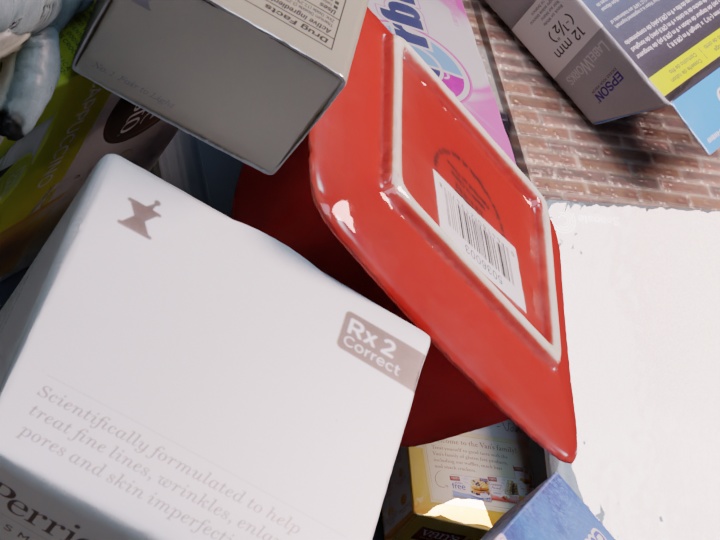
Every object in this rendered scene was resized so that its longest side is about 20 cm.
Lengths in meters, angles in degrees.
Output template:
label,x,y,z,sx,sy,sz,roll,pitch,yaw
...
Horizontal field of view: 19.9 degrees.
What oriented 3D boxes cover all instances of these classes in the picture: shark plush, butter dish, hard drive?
label,x,y,z,sx,sy,sz,roll,pitch,yaw
shark plush,-0.118,-0.135,0.838,0.091,0.083,0.200,45,47,2
butter dish,0.000,0.000,0.991,0.200,0.147,0.200,46,26,-29
hard drive,0.154,0.062,1.095,0.138,0.033,0.202,3,68,-18

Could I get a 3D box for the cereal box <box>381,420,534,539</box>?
label,x,y,z,sx,sy,sz,roll,pitch,yaw
cereal box,0.073,0.066,1.127,0.143,0.040,0.201,15,50,-25

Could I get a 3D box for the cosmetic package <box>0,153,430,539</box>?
label,x,y,z,sx,sy,sz,roll,pitch,yaw
cosmetic package,-0.100,0.095,0.881,0.164,0.200,0.166,29,47,-12

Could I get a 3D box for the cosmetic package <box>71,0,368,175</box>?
label,x,y,z,sx,sy,sz,roll,pitch,yaw
cosmetic package,-0.045,-0.151,0.905,0.103,0.073,0.201,29,46,-14

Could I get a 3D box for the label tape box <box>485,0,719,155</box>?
label,x,y,z,sx,sy,sz,roll,pitch,yaw
label tape box,0.181,-0.163,1.347,0.200,0.066,0.143,51,47,5

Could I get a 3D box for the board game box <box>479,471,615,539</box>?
label,x,y,z,sx,sy,sz,roll,pitch,yaw
board game box,0.119,0.197,0.913,0.199,0.043,0.200,49,17,5

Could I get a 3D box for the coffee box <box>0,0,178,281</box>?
label,x,y,z,sx,sy,sz,roll,pitch,yaw
coffee box,-0.199,-0.119,0.969,0.200,0.200,0.197,50,46,8

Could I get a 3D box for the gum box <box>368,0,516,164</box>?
label,x,y,z,sx,sy,sz,roll,pitch,yaw
gum box,0.010,-0.098,1.153,0.113,0.066,0.201,15,36,-22
